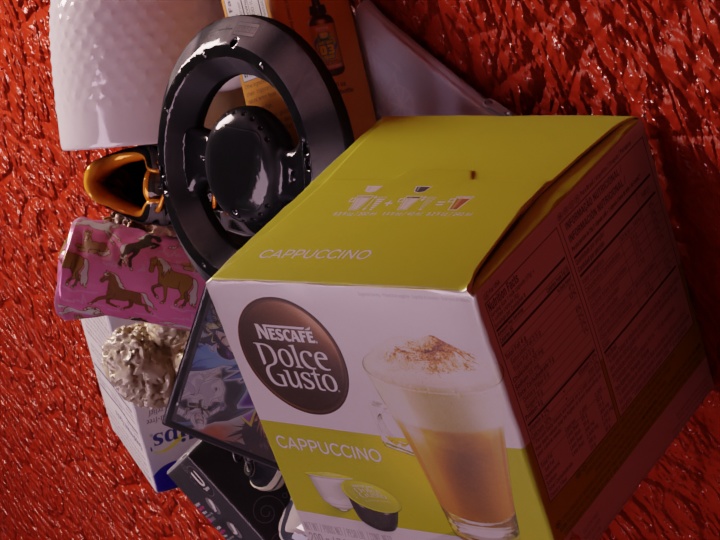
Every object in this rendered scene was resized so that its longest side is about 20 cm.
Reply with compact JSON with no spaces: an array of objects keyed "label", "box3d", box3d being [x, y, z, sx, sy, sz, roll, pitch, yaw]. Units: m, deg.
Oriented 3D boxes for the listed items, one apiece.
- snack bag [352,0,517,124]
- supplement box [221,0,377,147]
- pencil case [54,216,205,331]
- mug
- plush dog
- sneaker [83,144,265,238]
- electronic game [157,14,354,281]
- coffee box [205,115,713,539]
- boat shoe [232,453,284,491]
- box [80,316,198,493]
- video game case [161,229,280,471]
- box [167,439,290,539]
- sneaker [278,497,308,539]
[{"label":"snack bag","box3d":[0.035,-0.063,1.456,0.189,0.021,0.201,43,133,38]},{"label":"supplement box","box3d":[-0.037,-0.124,1.460,0.069,0.066,0.201,-8,95,56]},{"label":"pencil case","box3d":[-0.129,0.012,1.610,0.087,0.199,0.083,-75,-7,-58]},{"label":"mug","box3d":[-0.143,-0.185,1.591,0.199,0.147,0.177,-1,97,41]},{"label":"plush dog","box3d":[-0.121,-0.004,1.711,0.160,0.199,0.173,-21,95,59]},{"label":"sneaker","box3d":[-0.122,-0.061,1.590,0.199,0.077,0.079,-1,91,38]},{"label":"electronic game","box3d":[-0.072,-0.071,1.432,0.199,0.041,0.201,14,109,46]},{"label":"coffee box","box3d":[0.064,0.038,1.275,0.199,0.200,0.199,3,124,39]},{"label":"boat shoe","box3d":[-0.073,0.123,1.704,0.062,0.075,0.200,16,157,-5]},{"label":"box","box3d":[-0.187,0.074,1.973,0.184,0.104,0.201,-142,37,-67]},{"label":"video game case","box3d":[-0.032,0.079,1.565,0.199,0.026,0.181,21,127,0]},{"label":"box","box3d":[-0.053,0.202,1.850,0.200,0.122,0.106,47,159,0]},{"label":"sneaker","box3d":[-0.002,0.130,1.715,0.079,0.199,0.130,31,123,-2]}]
